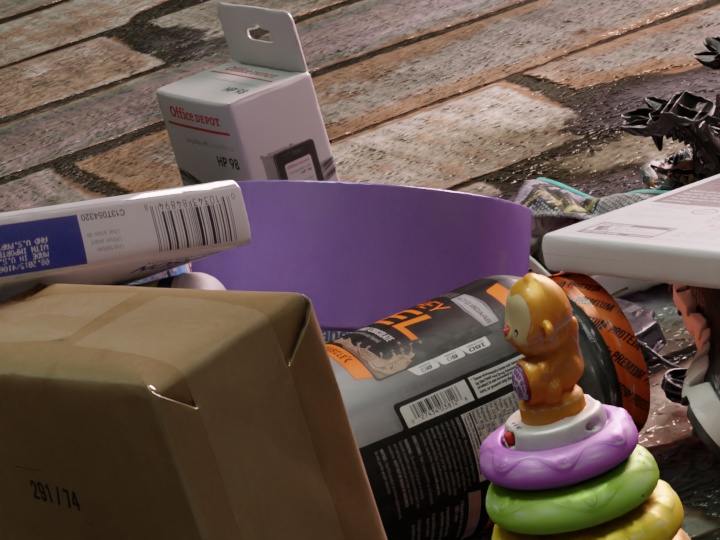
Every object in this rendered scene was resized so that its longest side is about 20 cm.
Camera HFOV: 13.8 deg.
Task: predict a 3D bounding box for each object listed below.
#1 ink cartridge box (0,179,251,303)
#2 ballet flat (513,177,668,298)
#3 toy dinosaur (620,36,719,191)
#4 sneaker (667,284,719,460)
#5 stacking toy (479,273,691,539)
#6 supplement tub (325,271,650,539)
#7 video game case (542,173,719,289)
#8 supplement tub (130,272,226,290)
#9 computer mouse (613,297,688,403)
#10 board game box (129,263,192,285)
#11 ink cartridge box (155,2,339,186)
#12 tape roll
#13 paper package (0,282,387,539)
[{"bbox_3d":[-0.194,0.002,1.602,0.196,0.043,0.200,-11,-6,-42],"label":"ink cartridge box"},{"bbox_3d":[0.155,-0.014,1.871,0.072,0.072,0.200,-24,18,-28],"label":"ballet flat"},{"bbox_3d":[0.241,-0.069,1.818,0.200,0.136,0.102,-15,25,38],"label":"toy dinosaur"},{"bbox_3d":[0.215,0.020,1.579,0.090,0.066,0.200,-40,22,24],"label":"sneaker"},{"bbox_3d":[0.093,0.096,1.293,0.110,0.200,0.116,-17,17,-8],"label":"stacking toy"},{"bbox_3d":[0.042,0.078,1.538,0.200,0.123,0.123,-22,18,-24],"label":"supplement tub"},{"bbox_3d":[0.227,-0.022,1.546,0.182,0.023,0.200,-19,17,-41],"label":"video game case"},{"bbox_3d":[-0.159,0.090,1.636,0.200,0.145,0.145,-13,16,5],"label":"supplement tub"},{"bbox_3d":[0.166,0.055,1.682,0.059,0.034,0.200,-21,24,-25],"label":"computer mouse"},{"bbox_3d":[-0.178,0.019,1.842,0.200,0.062,0.200,-15,14,-3],"label":"board game box"},{"bbox_3d":[-0.072,-0.073,2.001,0.067,0.200,0.116,-24,18,-24],"label":"ink cartridge box"},{"bbox_3d":[0.000,0.000,1.758,0.200,0.085,0.200,4,-4,0],"label":"tape roll"},{"bbox_3d":[-0.096,0.108,1.436,0.103,0.191,0.200,-32,21,-37],"label":"paper package"}]
